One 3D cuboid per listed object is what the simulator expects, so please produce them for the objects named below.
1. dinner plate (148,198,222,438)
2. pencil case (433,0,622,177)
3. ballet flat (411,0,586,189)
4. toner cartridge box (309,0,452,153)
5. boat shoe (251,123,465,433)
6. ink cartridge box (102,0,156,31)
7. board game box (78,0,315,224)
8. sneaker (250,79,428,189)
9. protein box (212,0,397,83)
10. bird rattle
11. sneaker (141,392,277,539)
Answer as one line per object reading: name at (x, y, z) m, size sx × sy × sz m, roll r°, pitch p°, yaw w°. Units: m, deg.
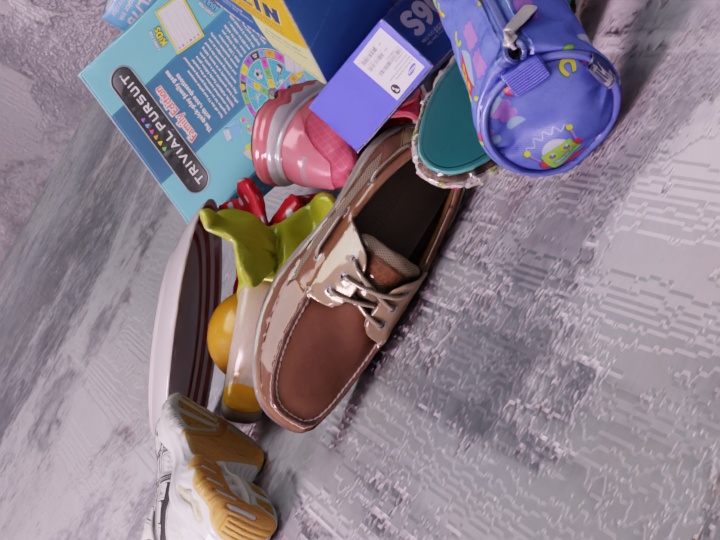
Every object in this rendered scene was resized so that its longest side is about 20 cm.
dinner plate at (-0.121, 0.050, 1.671) m, size 0.200 × 0.024 × 0.201 m, roll 6°, pitch -90°, yaw -86°
pencil case at (0.076, -0.139, 1.294) m, size 0.078 × 0.087 × 0.200 m, roll -25°, pitch 45°, yaw 8°
ballet flat at (0.090, -0.118, 1.384) m, size 0.201 × 0.075 × 0.064 m, roll -61°, pitch -18°, yaw -22°
toner cartridge box at (0.053, -0.159, 1.491) m, size 0.200 × 0.043 × 0.095 m, roll -48°, pitch 2°, yaw -43°
boat shoe at (0.000, 0.000, 1.424) m, size 0.201 × 0.076 × 0.072 m, roll -65°, pitch 16°, yaw -10°
ink cartridge box at (-0.070, -0.227, 1.869) m, size 0.146 × 0.199 × 0.147 m, roll -56°, pitch 14°, yaw 24°
board game box at (-0.081, -0.147, 1.746) m, size 0.200 × 0.151 × 0.047 m, roll -42°, pitch -18°, yaw 14°
sneaker at (0.017, -0.112, 1.613) m, size 0.200 × 0.086 × 0.074 m, roll -47°, pitch -40°, yaw -34°
protein box at (-0.027, -0.254, 1.412) m, size 0.199 × 0.135 × 0.200 m, roll -50°, pitch -23°, yaw -7°
bird rattle at (-0.072, 0.018, 1.608) m, size 0.200 × 0.112 × 0.164 m, roll 179°, pitch 104°, yaw -78°
sneaker at (-0.107, 0.143, 1.512) m, size 0.088 × 0.075 × 0.200 m, roll -57°, pitch 13°, yaw 12°
